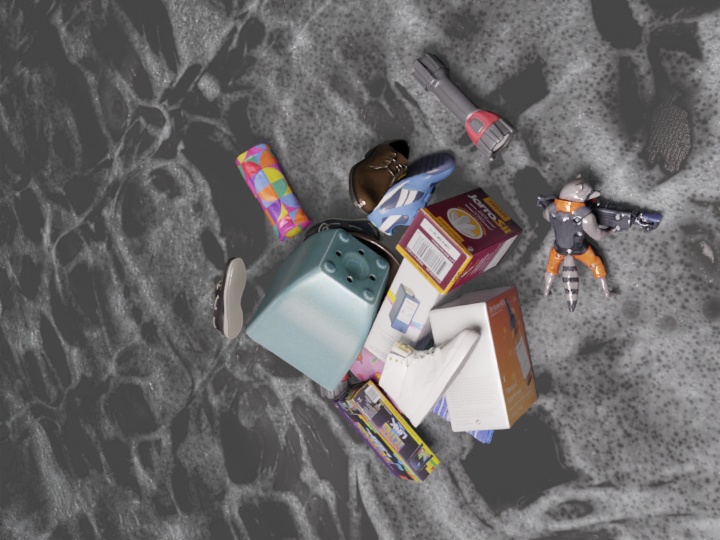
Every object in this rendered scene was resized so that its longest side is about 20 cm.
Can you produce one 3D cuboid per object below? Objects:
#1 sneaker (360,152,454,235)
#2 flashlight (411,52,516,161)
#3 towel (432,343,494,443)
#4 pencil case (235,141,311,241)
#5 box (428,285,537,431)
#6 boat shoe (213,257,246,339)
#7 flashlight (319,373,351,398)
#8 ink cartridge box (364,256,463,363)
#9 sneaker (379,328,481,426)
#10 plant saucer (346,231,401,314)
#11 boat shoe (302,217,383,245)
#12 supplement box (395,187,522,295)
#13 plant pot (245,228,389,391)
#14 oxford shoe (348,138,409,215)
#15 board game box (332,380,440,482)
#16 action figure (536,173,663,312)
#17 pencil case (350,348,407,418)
[{"bbox_3d":[0.094,-0.134,1.339,0.198,0.074,0.083,-31,107,32],"label":"sneaker"},{"bbox_3d":[0.168,-0.271,1.243,0.201,0.067,0.068,51,162,20],"label":"flashlight"},{"bbox_3d":[0.173,0.218,1.418,0.197,0.024,0.148,25,118,30],"label":"towel"},{"bbox_3d":[-0.176,-0.160,1.540,0.088,0.087,0.203,-36,79,39],"label":"pencil case"},{"bbox_3d":[0.207,0.144,1.268,0.104,0.151,0.206,-10,95,32],"label":"box"},{"bbox_3d":[-0.299,0.057,1.715,0.059,0.074,0.204,23,125,25],"label":"boat shoe"},{"bbox_3d":[-0.063,0.153,1.553,0.066,0.068,0.206,-5,97,25],"label":"flashlight"},{"bbox_3d":[0.105,0.057,1.329,0.087,0.144,0.203,35,119,18],"label":"ink cartridge box"},{"bbox_3d":[0.099,0.143,1.205,0.115,0.073,0.202,42,121,17],"label":"sneaker"},{"bbox_3d":[0.000,0.000,1.433,0.195,0.035,0.203,15,136,14],"label":"plant saucer"},{"bbox_3d":[-0.046,-0.060,1.478,0.196,0.061,0.077,2,107,38],"label":"boat shoe"},{"bbox_3d":[0.162,-0.052,1.224,0.110,0.198,0.086,46,126,16],"label":"supplement box"},{"bbox_3d":[-0.054,0.045,1.347,0.193,0.198,0.201,33,133,-8],"label":"plant pot"},{"bbox_3d":[0.035,-0.170,1.296,0.083,0.202,0.073,-24,118,36],"label":"oxford shoe"},{"bbox_3d":[0.044,0.306,1.451,0.201,0.057,0.165,49,160,-1],"label":"board game box"},{"bbox_3d":[0.346,-0.045,1.148,0.196,0.104,0.198,6,117,39],"label":"action figure"},{"bbox_3d":[0.044,0.195,1.460,0.199,0.086,0.089,37,124,33],"label":"pencil case"}]
